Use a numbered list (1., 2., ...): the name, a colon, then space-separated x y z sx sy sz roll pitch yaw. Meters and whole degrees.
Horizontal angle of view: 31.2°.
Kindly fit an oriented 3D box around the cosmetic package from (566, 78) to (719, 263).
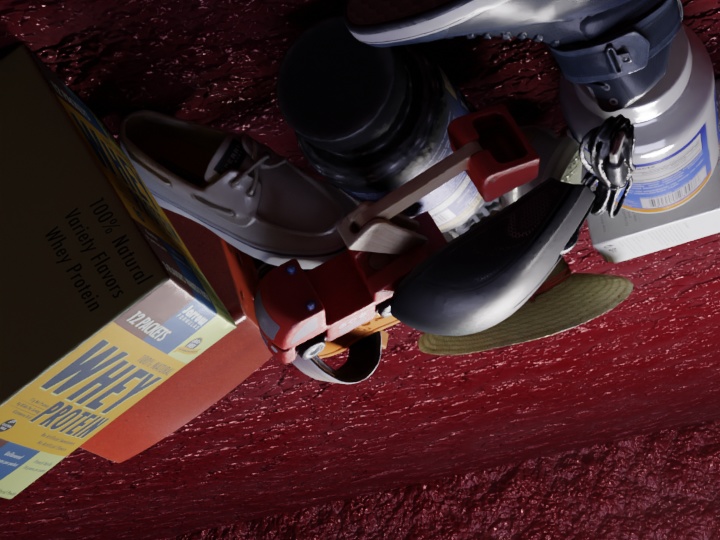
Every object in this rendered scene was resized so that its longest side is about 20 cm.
1. cosmetic package: 0.287 -0.091 1.100 0.197 0.115 0.081 -15 163 19

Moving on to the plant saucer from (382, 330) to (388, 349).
1. plant saucer: -0.066 0.042 1.323 0.197 0.033 0.200 14 175 1

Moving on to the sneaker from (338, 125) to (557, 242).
1. sneaker: 0.082 -0.039 1.058 0.197 0.117 0.074 -20 142 5

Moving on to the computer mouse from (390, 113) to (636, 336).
1. computer mouse: 0.111 -0.013 0.866 0.199 0.053 0.139 -35 162 0

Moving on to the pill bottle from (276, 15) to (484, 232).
1. pill bottle: 0.020 -0.101 0.911 0.110 0.113 0.200 -16 162 18

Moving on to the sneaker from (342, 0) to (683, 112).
1. sneaker: 0.102 -0.150 0.806 0.200 0.078 0.147 -16 141 16

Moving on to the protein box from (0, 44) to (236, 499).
1. protein box: -0.228 0.006 0.855 0.199 0.200 0.135 -36 160 2

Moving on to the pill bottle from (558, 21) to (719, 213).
1. pill bottle: 0.206 -0.122 0.954 0.111 0.114 0.200 -15 161 14

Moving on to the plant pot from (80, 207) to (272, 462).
1. plant pot: -0.177 0.022 1.066 0.174 0.202 0.200 -20 162 4

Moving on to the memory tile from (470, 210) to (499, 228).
1. memory tile: 0.082 -0.049 1.155 0.151 0.017 0.201 3 141 -22

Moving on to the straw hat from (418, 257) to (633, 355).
1. straw hat: 0.134 0.000 1.143 0.198 0.086 0.201 -17 -170 3

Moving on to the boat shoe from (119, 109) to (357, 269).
1. boat shoe: -0.088 -0.065 0.929 0.198 0.071 0.070 25 156 17

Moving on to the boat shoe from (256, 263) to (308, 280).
1. boat shoe: 0.000 0.000 1.126 0.198 0.072 0.060 -14 133 25

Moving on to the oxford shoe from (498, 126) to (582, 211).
1. oxford shoe: 0.134 -0.054 1.003 0.057 0.076 0.200 24 164 14

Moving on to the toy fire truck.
1. toy fire truck: 0.018 -0.020 0.863 0.198 0.049 0.141 -26 157 -12

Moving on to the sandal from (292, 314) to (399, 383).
1. sandal: -0.014 0.061 1.074 0.078 0.060 0.206 9 161 -25
